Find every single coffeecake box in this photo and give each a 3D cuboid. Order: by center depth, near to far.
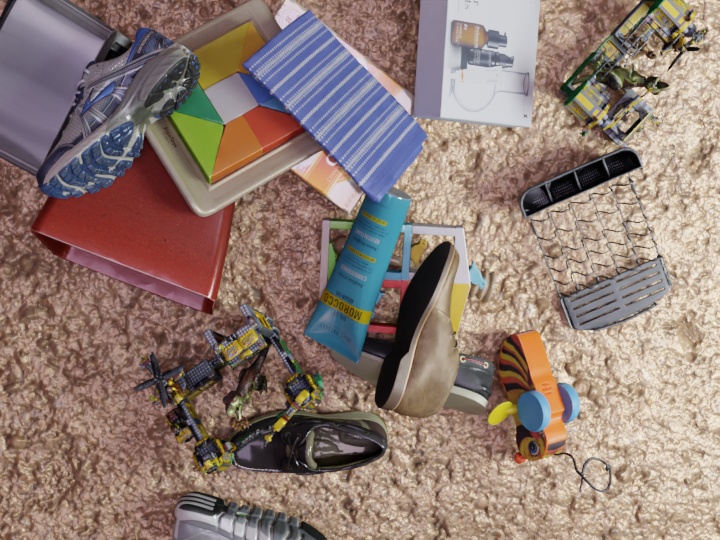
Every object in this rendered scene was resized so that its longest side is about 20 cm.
[{"bbox_3d":[-0.050,-0.188,1.203,0.199,0.073,0.155,36,91,-7],"label":"coffeecake box"}]

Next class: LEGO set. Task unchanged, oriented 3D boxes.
[{"bbox_3d":[-0.148,0.133,1.180,0.197,0.116,0.156,-27,74,5],"label":"LEGO set"},{"bbox_3d":[0.325,-0.218,1.194,0.116,0.154,0.201,41,95,-7],"label":"LEGO set"}]

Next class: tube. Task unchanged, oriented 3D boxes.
[{"bbox_3d":[0.000,0.000,1.196,0.077,0.050,0.203,28,106,25],"label":"tube"}]

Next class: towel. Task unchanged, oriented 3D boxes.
[{"bbox_3d":[-0.022,-0.176,1.114,0.200,0.145,0.024,45,133,-6],"label":"towel"}]

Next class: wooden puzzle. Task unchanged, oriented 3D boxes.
[{"bbox_3d":[-0.135,-0.178,1.093,0.198,0.037,0.187,-30,81,-22],"label":"wooden puzzle"}]

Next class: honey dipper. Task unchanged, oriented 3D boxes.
[{"bbox_3d":[0.064,-0.004,1.251,0.196,0.038,0.039,14,95,-3],"label":"honey dipper"}]

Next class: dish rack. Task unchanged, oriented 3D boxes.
[{"bbox_3d":[0.287,-0.030,1.250,0.151,0.055,0.203,-22,98,4],"label":"dish rack"}]

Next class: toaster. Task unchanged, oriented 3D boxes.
[{"bbox_3d":[-0.336,-0.203,1.117,0.117,0.200,0.183,28,93,-2],"label":"toaster"}]

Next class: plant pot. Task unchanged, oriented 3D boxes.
[{"bbox_3d":[-0.224,-0.076,1.151,0.197,0.200,0.179,21,80,-6],"label":"plant pot"}]

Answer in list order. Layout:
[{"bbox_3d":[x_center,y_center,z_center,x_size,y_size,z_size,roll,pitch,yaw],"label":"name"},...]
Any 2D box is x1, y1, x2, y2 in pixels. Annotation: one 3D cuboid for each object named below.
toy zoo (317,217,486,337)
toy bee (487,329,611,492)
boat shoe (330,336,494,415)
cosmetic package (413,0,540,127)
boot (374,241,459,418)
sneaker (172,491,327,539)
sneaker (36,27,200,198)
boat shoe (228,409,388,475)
[{"bbox_3d":[0.050,0.010,1.228,0.196,0.020,0.134,4,101,3],"label":"toy zoo"},{"bbox_3d":[0.205,0.181,1.244,0.129,0.109,0.203,13,54,-24],"label":"toy bee"},{"bbox_3d":[0.063,0.112,1.250,0.198,0.074,0.064,17,66,1],"label":"boat shoe"},{"bbox_3d":[0.136,-0.270,1.186,0.149,0.051,0.205,-2,98,-41],"label":"cosmetic package"},{"bbox_3d":[0.082,0.069,1.190,0.074,0.073,0.204,19,88,-17],"label":"boot"},{"bbox_3d":[-0.138,0.349,1.258,0.196,0.075,0.118,17,99,4],"label":"sneaker"},{"bbox_3d":[-0.250,-0.157,1.033,0.200,0.077,0.085,-45,71,-5],"label":"sneaker"},{"bbox_3d":[-0.063,0.206,1.245,0.196,0.065,0.075,-8,98,-2],"label":"boat shoe"}]
